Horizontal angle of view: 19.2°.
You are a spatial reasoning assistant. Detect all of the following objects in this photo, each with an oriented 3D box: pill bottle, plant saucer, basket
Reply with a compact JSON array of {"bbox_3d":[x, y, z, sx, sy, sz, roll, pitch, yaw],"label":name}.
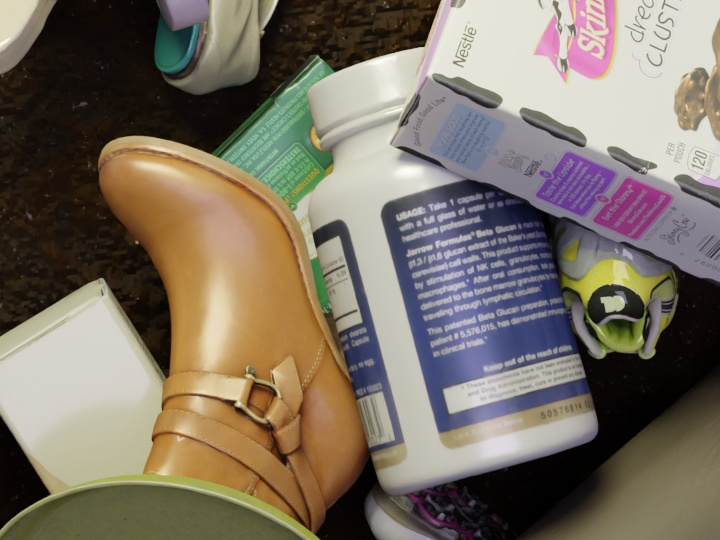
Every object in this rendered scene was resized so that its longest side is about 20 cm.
[{"bbox_3d":[0.038,-0.001,1.027,0.110,0.111,0.201,-14,85,-9],"label":"pill bottle"},{"bbox_3d":[-0.083,0.166,1.007,0.199,0.031,0.201,6,126,8],"label":"plant saucer"},{"bbox_3d":[0.159,0.160,1.061,0.199,0.136,0.181,-27,88,-26],"label":"basket"}]

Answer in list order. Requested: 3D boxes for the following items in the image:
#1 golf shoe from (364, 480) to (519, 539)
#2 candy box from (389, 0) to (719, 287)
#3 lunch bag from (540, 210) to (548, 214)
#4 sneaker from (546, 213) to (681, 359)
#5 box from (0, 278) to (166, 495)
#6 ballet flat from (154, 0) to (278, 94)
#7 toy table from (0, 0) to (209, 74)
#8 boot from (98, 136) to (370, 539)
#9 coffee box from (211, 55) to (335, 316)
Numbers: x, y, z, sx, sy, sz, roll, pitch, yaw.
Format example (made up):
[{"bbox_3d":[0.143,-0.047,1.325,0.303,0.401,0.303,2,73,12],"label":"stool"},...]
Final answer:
[{"bbox_3d":[0.067,0.186,1.134,0.200,0.073,0.092,41,102,-22],"label":"golf shoe"},{"bbox_3d":[0.135,-0.102,0.987,0.199,0.072,0.168,22,64,-4],"label":"candy box"},{"bbox_3d":[0.148,-0.111,1.110,0.199,0.132,0.137,-6,77,-12],"label":"lunch bag"},{"bbox_3d":[0.126,0.012,1.087,0.075,0.200,0.077,-3,73,13],"label":"sneaker"},{"bbox_3d":[-0.113,0.110,1.095,0.078,0.095,0.201,-32,98,-4],"label":"box"},{"bbox_3d":[-0.064,-0.190,1.102,0.069,0.069,0.201,8,95,-11],"label":"ballet flat"},{"bbox_3d":[-0.155,-0.188,1.032,0.117,0.200,0.184,-19,139,-7],"label":"toy table"},{"bbox_3d":[-0.077,0.045,1.035,0.200,0.077,0.156,46,52,-21],"label":"boot"},{"bbox_3d":[0.000,0.000,1.132,0.123,0.044,0.200,-44,100,-2],"label":"coffee box"}]
